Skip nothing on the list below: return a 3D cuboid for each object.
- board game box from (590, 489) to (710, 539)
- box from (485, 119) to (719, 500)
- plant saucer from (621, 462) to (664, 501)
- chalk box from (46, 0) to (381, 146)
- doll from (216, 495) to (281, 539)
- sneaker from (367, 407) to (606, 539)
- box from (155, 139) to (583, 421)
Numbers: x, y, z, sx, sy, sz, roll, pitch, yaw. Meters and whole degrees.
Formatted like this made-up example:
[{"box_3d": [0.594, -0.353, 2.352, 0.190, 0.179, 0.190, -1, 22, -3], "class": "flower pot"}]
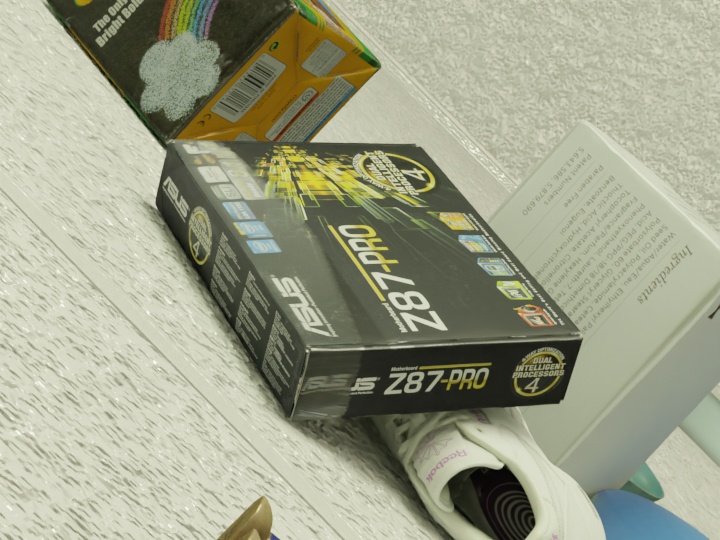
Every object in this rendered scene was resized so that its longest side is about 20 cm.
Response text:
[{"box_3d": [0.200, 0.217, 1.306, 0.158, 0.039, 0.200, 14, 31, -53], "class": "board game box"}, {"box_3d": [0.133, 0.038, 1.305, 0.131, 0.200, 0.199, 45, 8, 18], "class": "box"}, {"box_3d": [0.146, 0.105, 1.621, 0.200, 0.027, 0.200, 44, 9, -8], "class": "plant saucer"}, {"box_3d": [-0.108, -0.170, 1.421, 0.200, 0.125, 0.124, 50, 11, 29], "class": "chalk box"}, {"box_3d": [0.026, 0.161, 0.742, 0.200, 0.048, 0.136, 43, 10, -4], "class": "doll"}, {"box_3d": [0.050, 0.082, 1.132, 0.200, 0.075, 0.100, 49, 9, 27], "class": "sneaker"}, {"box_3d": [0.000, 0.000, 1.142, 0.160, 0.049, 0.200, -2, 34, -27], "class": "box"}]
